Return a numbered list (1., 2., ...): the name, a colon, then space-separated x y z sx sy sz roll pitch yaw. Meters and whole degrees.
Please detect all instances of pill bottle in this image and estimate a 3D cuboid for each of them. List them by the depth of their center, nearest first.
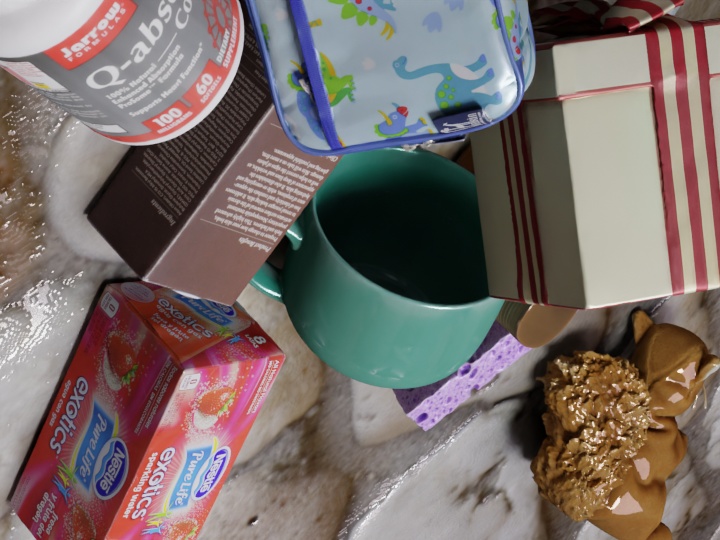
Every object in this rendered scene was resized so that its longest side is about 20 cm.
1. pill bottle: -0.154 -0.152 1.166 0.116 0.116 0.200 -48 149 4

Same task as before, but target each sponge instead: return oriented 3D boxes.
1. sponge: 0.099 0.021 1.641 0.200 0.112 0.030 -39 130 8

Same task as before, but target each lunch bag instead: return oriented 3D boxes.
1. lunch bag: 0.009 -0.169 1.253 0.083 0.159 0.202 -57 137 -64

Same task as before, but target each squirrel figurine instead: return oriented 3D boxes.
1. squirrel figurine: 0.237 0.132 1.953 0.187 0.141 0.200 -57 150 8

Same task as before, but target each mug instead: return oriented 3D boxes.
1. mug: 0.009 -0.003 1.526 0.152 0.184 0.115 -47 166 -44

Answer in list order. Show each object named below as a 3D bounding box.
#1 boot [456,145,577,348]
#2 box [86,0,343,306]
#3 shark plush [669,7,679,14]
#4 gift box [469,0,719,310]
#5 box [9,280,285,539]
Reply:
1. boot: 0.143 -0.057 1.589 0.076 0.156 0.200 26 109 -42
2. box: -0.071 -0.081 1.392 0.201 0.075 0.100 -54 149 10
3. shark plush: 0.278 -0.254 1.593 0.200 0.083 0.091 -39 149 -11
4. gift box: 0.179 -0.084 1.413 0.198 0.184 0.189 -11 96 -23
5. box: -0.146 0.110 1.501 0.099 0.095 0.201 -6 132 -48
